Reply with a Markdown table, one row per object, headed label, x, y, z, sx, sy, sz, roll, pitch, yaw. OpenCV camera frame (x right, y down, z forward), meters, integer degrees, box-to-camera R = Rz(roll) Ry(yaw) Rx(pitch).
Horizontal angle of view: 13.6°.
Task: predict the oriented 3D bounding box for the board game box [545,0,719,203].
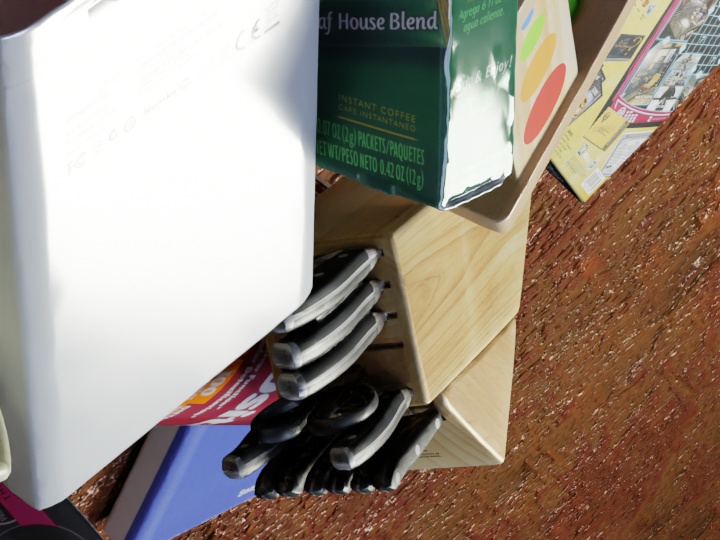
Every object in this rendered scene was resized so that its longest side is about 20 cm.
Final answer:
| label | x | y | z | sx | sy | sz | roll | pitch | yaw |
| --- | --- | --- | --- | --- | --- | --- | --- | --- | --- |
| board game box | 0.113 | -0.112 | 1.306 | 0.135 | 0.035 | 0.200 | -45 | 159 | 1 |

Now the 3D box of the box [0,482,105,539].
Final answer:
| label | x | y | z | sx | sy | sz | roll | pitch | yaw |
| --- | --- | --- | --- | --- | --- | --- | --- | --- | --- |
| box | -0.172 | 0.187 | 1.349 | 0.106 | 0.122 | 0.200 | -31 | 156 | -32 |

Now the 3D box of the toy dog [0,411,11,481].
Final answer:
| label | x | y | z | sx | sy | sz | roll | pitch | yaw |
| --- | --- | --- | --- | --- | --- | --- | --- | --- | --- |
| toy dog | -0.231 | 0.010 | 0.872 | 0.199 | 0.194 | 0.140 | -23 | 157 | 4 |

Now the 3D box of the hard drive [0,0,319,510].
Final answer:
| label | x | y | z | sx | sy | sz | roll | pitch | yaw |
| --- | --- | --- | --- | --- | --- | --- | --- | --- | --- |
| hard drive | -0.063 | -0.033 | 0.916 | 0.132 | 0.027 | 0.200 | -39 | 148 | -32 |

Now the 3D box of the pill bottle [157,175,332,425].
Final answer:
| label | x | y | z | sx | sy | sz | roll | pitch | yaw |
| --- | --- | --- | --- | --- | --- | --- | --- | --- | --- |
| pill bottle | -0.061 | 0.007 | 1.234 | 0.113 | 0.113 | 0.200 | -51 | 159 | 15 |

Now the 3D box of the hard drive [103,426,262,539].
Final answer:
| label | x | y | z | sx | sy | sz | roll | pitch | yaw |
| --- | --- | --- | --- | --- | --- | --- | --- | --- | --- |
| hard drive | -0.042 | 0.046 | 1.467 | 0.132 | 0.025 | 0.200 | -24 | 151 | -45 |

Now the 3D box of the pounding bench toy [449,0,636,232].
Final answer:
| label | x | y | z | sx | sy | sz | roll | pitch | yaw |
| --- | --- | --- | --- | --- | --- | --- | --- | --- | --- |
| pounding bench toy | 0.042 | -0.142 | 1.121 | 0.200 | 0.124 | 0.156 | -60 | 163 | -13 |

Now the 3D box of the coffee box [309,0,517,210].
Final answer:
| label | x | y | z | sx | sy | sz | roll | pitch | yaw |
| --- | --- | --- | --- | --- | --- | --- | --- | --- | --- |
| coffee box | -0.007 | -0.131 | 0.958 | 0.044 | 0.123 | 0.201 | -26 | 127 | -44 |

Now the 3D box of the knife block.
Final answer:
| label | x | y | z | sx | sy | sz | roll | pitch | yaw |
| --- | --- | --- | --- | --- | --- | --- | --- | --- | --- |
| knife block | 0.000 | 0.000 | 1.157 | 0.176 | 0.064 | 0.201 | 48 | 43 | -53 |
